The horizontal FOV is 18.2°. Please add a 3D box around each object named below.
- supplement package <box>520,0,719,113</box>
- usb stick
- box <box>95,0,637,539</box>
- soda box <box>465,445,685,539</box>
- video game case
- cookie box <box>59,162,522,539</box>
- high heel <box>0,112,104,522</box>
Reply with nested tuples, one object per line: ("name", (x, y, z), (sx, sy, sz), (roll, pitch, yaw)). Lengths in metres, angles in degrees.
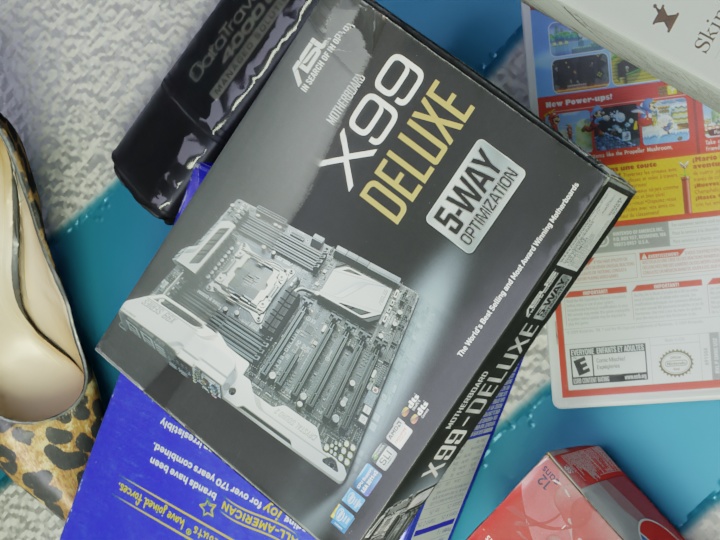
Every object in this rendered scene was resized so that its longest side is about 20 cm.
("supplement package", (0.148, -0.151, 0.908), (0.199, 0.150, 0.152), (33, 97, 29))
("usb stick", (-0.053, -0.111, 1.097), (0.055, 0.033, 0.200), (47, 110, 26))
("box", (0.000, 0.000, 0.980), (0.157, 0.050, 0.201), (38, 100, 22))
("soda box", (0.136, 0.171, 0.985), (0.200, 0.063, 0.070), (49, 112, 19))
("video game case", (0.145, -0.043, 1.004), (0.142, 0.017, 0.202), (-5, 88, 27))
("cookie box", (-0.031, 0.074, 1.062), (0.170, 0.075, 0.201), (26, 101, 23))
("high heel", (-0.168, 0.022, 1.097), (0.071, 0.143, 0.201), (-19, 72, -20))
